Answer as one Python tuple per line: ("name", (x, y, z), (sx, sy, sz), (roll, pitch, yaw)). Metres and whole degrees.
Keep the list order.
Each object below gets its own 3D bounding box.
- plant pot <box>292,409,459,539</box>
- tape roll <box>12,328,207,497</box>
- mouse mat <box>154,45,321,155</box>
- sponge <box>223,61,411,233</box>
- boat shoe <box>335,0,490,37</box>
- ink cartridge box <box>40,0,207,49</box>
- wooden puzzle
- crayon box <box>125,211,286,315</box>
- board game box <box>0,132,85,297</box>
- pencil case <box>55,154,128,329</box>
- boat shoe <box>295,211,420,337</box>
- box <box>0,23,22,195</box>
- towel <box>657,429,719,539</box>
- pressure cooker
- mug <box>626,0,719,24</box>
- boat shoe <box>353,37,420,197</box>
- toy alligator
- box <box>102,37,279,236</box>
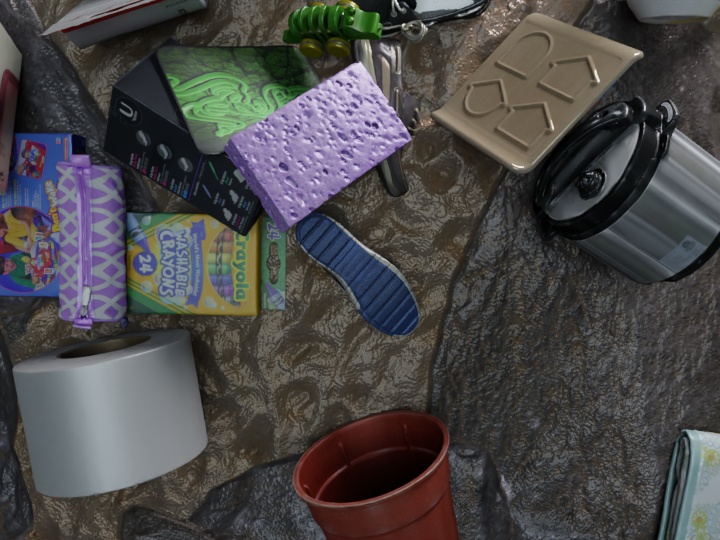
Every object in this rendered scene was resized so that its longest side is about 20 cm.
("plant pot", (0.037, 0.313, 0.837), (0.198, 0.201, 0.198), (-17, 104, 0))
("tape roll", (-0.291, 0.158, 0.798), (0.199, 0.203, 0.142), (-9, 96, -1))
("mouse mat", (-0.122, -0.204, 0.785), (0.198, 0.008, 0.162), (-14, 65, -33))
("sponge", (-0.042, -0.142, 0.751), (0.199, 0.030, 0.112), (-39, 94, -28))
("boat shoe", (0.066, -0.333, 0.836), (0.196, 0.060, 0.075), (-3, 97, -1))
("ink cartridge box", (-0.256, -0.289, 0.763), (0.159, 0.201, 0.051), (-18, 124, 0))
("wooden puzzle", (0.207, -0.213, 0.813), (0.200, 0.185, 0.046), (-43, 134, 1))
("crayon box", (-0.195, -0.009, 0.861), (0.196, 0.052, 0.128), (1, 95, -2))
("board game box", (-0.420, -0.070, 0.851), (0.132, 0.045, 0.204), (1, 95, -2))
("pencil case", (-0.324, -0.032, 0.805), (0.082, 0.086, 0.204), (-1, 94, 1))
("boat shoe", (0.000, 0.000, 0.857), (0.072, 0.072, 0.200), (-42, 100, 1))
("box", (-0.479, -0.194, 0.769), (0.126, 0.109, 0.203), (-4, 69, -1))
("towel", (0.501, 0.326, 0.917), (0.168, 0.048, 0.203), (9, 95, -6))
("pressure cooker", (0.312, -0.098, 0.792), (0.198, 0.178, 0.178), (27, 85, -18))
("mug", (0.403, -0.381, 0.806), (0.183, 0.150, 0.156), (3, 103, 4))
("boat shoe", (0.042, -0.195, 0.841), (0.072, 0.075, 0.203), (-12, 97, -1))
("toy alligator", (-0.020, -0.292, 0.796), (0.197, 0.054, 0.060), (8, 82, 29))
("box", (-0.181, -0.157, 0.796), (0.198, 0.123, 0.106), (31, 137, -4))
